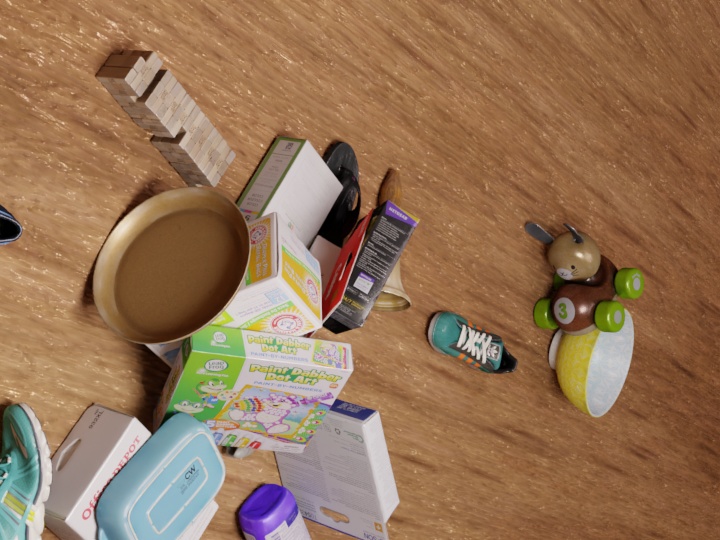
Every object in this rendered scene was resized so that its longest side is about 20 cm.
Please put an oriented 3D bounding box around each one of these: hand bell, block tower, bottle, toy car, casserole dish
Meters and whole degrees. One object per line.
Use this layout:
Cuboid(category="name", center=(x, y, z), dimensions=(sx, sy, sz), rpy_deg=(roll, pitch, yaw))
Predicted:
Cuboid(category="hand bell", center=(0.036, -0.052, 1.836), dimensions=(0.104, 0.103, 0.202), rpy_deg=(30, 63, -49))
Cuboid(category="block tower", center=(-0.225, -0.179, 1.497), dimensions=(0.054, 0.057, 0.200), rpy_deg=(-60, 138, -22))
Cuboid(category="bottle", center=(-0.105, 0.393, 1.754), dimensions=(0.084, 0.065, 0.202), rpy_deg=(-44, 129, -35))
Cuboid(category="toy car", center=(0.365, -0.004, 2.184), dimensions=(0.158, 0.163, 0.201), rpy_deg=(-53, 124, -29))
Cuboid(category="casserole dish", center=(-0.224, 0.258, 1.470), dimensions=(0.200, 0.038, 0.122), rpy_deg=(-49, 132, -37))

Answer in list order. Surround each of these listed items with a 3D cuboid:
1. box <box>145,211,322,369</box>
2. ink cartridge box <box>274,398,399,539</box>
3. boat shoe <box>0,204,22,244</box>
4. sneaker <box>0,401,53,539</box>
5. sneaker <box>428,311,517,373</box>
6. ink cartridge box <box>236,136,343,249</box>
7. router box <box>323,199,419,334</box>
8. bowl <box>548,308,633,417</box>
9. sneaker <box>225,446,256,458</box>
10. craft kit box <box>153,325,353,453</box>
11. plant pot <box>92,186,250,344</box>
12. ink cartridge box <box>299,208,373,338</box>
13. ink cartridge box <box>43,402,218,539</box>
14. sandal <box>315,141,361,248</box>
Cuboid(category="box", center=(-0.155, 0.032, 1.495), dimensions=(0.113, 0.198, 0.102), rpy_deg=(49, 27, -43))
Cuboid(category="ink cartridge box", center=(-0.038, 0.260, 1.704), dimensions=(0.043, 0.195, 0.202), rpy_deg=(-35, 123, -39))
Cuboid(category="boat shoe", center=(-0.427, -0.061, 1.261), dimensions=(0.199, 0.068, 0.085), rpy_deg=(-3, 100, -50))
Cuboid(category="sneaker", center=(-0.385, 0.245, 1.377), dimensions=(0.079, 0.077, 0.203), rpy_deg=(6, 90, -37))
Cuboid(category="sneaker", center=(0.186, 0.118, 2.040), dimensions=(0.199, 0.079, 0.072), rpy_deg=(29, 75, -49))
Cuboid(category="ink cartridge box", center=(-0.110, -0.065, 1.656), dimensions=(0.104, 0.059, 0.201), rpy_deg=(51, 59, -44))
Cuboid(category="router box", center=(0.000, 0.000, 1.664), dimensions=(0.052, 0.200, 0.158), rpy_deg=(30, 79, -7))
Cuboid(category="bowl", center=(0.407, 0.154, 2.290), dimensions=(0.199, 0.107, 0.202), rpy_deg=(-28, 125, -48))
Cuboid(category="sneaker", center=(-0.171, 0.163, 1.623), dimensions=(0.092, 0.075, 0.201), rpy_deg=(-41, 122, -24))
Cuboid(category="craft kit box", center=(-0.133, 0.146, 1.524), dimensions=(0.198, 0.198, 0.049), rpy_deg=(8, 47, -19))
Cuboid(category="plant pot", center=(-0.212, -0.003, 1.441), dimensions=(0.202, 0.198, 0.028), rpy_deg=(-65, 151, -18))
Cuboid(category="ink cartridge box", center=(-0.061, 0.024, 1.599), dimensions=(0.044, 0.177, 0.201), rpy_deg=(29, 38, -8))
Cuboid(category="ink cartridge box", center=(-0.279, 0.279, 1.501), dimensions=(0.146, 0.083, 0.201), rpy_deg=(-57, 135, -26))
Cuboid(category="sandal", center=(-0.028, -0.077, 1.764), dimensions=(0.075, 0.048, 0.203), rpy_deg=(10, 90, -51))
